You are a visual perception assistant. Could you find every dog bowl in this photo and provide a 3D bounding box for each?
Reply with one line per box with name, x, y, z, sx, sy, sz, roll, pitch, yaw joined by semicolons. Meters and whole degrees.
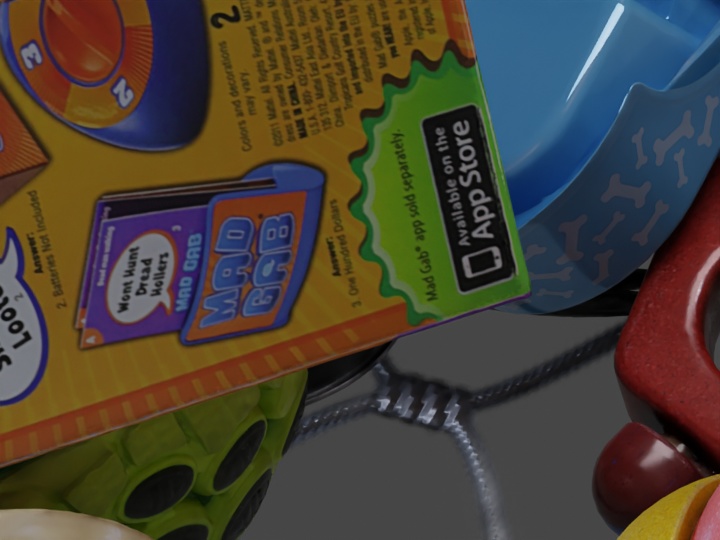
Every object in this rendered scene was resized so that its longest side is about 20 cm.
dog bowl;0.069;-0.076;0.824;0.111;0.050;0.201;13;69;50

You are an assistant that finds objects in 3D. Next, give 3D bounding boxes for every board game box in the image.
board game box;-0.104;-0.072;0.713;0.199;0.201;0.200;-17;13;-16

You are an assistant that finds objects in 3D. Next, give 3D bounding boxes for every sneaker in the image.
sneaker;-0.095;0.051;0.744;0.200;0.074;0.083;-29;49;-33

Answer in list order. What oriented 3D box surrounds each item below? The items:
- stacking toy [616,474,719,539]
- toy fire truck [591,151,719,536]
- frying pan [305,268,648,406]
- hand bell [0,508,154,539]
stacking toy;0.099;0.085;0.656;0.199;0.147;0.146;-16;25;35
toy fire truck;0.150;0.030;0.760;0.168;0.112;0.200;-40;52;-14
frying pan;-0.008;0.010;0.843;0.189;0.031;0.115;11;39;19
hand bell;-0.064;0.161;0.610;0.104;0.104;0.201;-9;50;-12
